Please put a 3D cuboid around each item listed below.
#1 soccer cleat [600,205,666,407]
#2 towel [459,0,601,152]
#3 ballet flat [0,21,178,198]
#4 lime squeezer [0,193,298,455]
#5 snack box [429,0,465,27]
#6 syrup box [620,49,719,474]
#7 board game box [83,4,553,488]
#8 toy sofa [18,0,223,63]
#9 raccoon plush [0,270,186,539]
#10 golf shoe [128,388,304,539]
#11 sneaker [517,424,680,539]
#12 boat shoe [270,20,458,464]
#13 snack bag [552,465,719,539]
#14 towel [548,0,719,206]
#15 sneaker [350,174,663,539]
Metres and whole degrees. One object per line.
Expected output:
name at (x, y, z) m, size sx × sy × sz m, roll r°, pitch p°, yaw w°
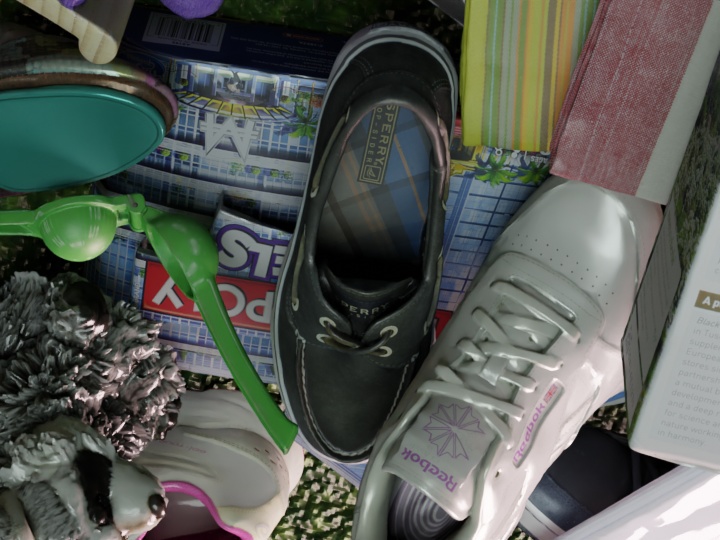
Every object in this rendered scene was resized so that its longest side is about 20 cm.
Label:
soccer cleat at (0.149, -0.006, 1.058) m, size 0.200 × 0.086 × 0.070 m, roll -32°, pitch 70°, yaw 27°
towel at (0.138, -0.079, 0.963) m, size 0.200 × 0.018 × 0.086 m, roll 4°, pitch 123°, yaw 4°
ballet flat at (-0.160, -0.059, 1.046) m, size 0.200 × 0.071 × 0.069 m, roll -21°, pitch 132°, yaw 27°
lime squeezer at (-0.103, 0.001, 1.025) m, size 0.200 × 0.038 × 0.071 m, roll 24°, pitch 85°, yaw 7°
snack box at (0.074, -0.113, 0.982) m, size 0.200 × 0.024 × 0.072 m, roll 37°, pitch 115°, yaw -7°
syrup box at (0.158, -0.028, 0.909) m, size 0.081 × 0.079 × 0.200 m, roll 14°, pitch 119°, yaw -5°
board game box at (-0.019, 0.002, 1.081) m, size 0.200 × 0.062 × 0.200 m, roll 8°, pitch 121°, yaw -1°
toy sofa at (-0.053, -0.174, 0.962) m, size 0.098 × 0.083 × 0.200 m, roll 32°, pitch 117°, yaw -13°
raccoon plush at (-0.160, 0.084, 1.069) m, size 0.200 × 0.134 × 0.097 m, roll -10°, pitch 133°, yaw 38°
golf shoe at (-0.127, 0.105, 1.135) m, size 0.200 × 0.092 × 0.075 m, roll -11°, pitch 121°, yaw 12°
sneaker at (0.169, 0.081, 1.097) m, size 0.202 × 0.077 × 0.146 m, roll 22°, pitch 132°, yaw -20°
boat shoe at (0.000, 0.000, 1.009) m, size 0.069 × 0.057 × 0.200 m, roll 7°, pitch 121°, yaw 0°
snack bag at (0.170, 0.144, 1.093) m, size 0.200 × 0.021 × 0.189 m, roll 33°, pitch 130°, yaw -30°
towel at (0.183, -0.073, 0.940) m, size 0.200 × 0.023 × 0.144 m, roll 16°, pitch 120°, yaw -6°
sneaker at (0.059, 0.049, 0.997) m, size 0.075 × 0.100 × 0.200 m, roll 30°, pitch 104°, yaw 11°
